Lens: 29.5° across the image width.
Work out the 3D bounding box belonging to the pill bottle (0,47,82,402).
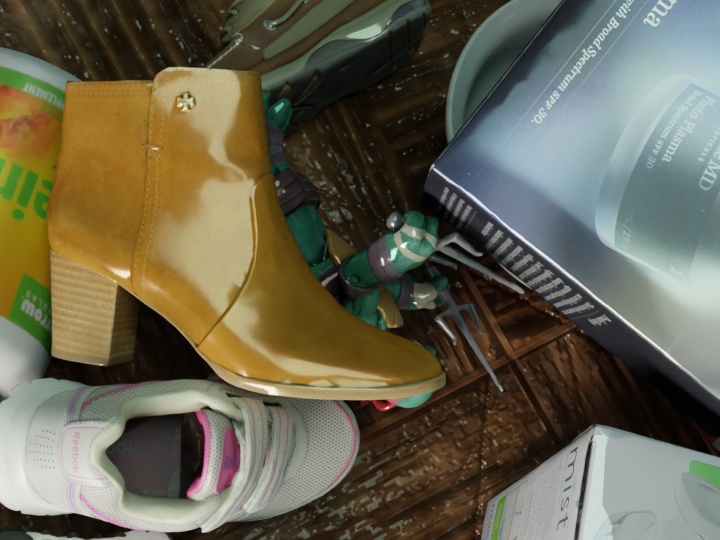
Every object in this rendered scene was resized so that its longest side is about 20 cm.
[{"bbox_3d":[-0.199,-0.001,0.686,0.110,0.111,0.202,17,67,-6],"label":"pill bottle"}]

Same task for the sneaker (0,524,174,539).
[{"bbox_3d":[-0.135,0.158,0.672,0.199,0.076,0.088,30,52,-6],"label":"sneaker"}]

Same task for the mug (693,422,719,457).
[{"bbox_3d":[0.268,0.104,0.766,0.133,0.177,0.201,-37,74,16],"label":"mug"}]

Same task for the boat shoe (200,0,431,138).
[{"bbox_3d":[-0.050,-0.124,0.793,0.199,0.076,0.072,-31,75,-31],"label":"boat shoe"}]

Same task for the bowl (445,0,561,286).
[{"bbox_3d":[0.134,-0.057,0.794,0.199,0.090,0.203,5,68,-12],"label":"bowl"}]

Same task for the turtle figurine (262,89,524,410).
[{"bbox_3d":[0.000,0.000,0.717,0.101,0.150,0.200,-40,87,-10],"label":"turtle figurine"}]

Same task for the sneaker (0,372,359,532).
[{"bbox_3d":[-0.074,0.091,0.665,0.199,0.088,0.082,-1,91,-39],"label":"sneaker"}]

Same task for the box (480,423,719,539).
[{"bbox_3d":[0.107,0.196,0.646,0.096,0.177,0.202,15,66,-6],"label":"box"}]

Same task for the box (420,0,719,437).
[{"bbox_3d":[0.166,-0.056,0.660,0.198,0.123,0.201,38,87,3],"label":"box"}]

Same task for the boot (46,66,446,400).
[{"bbox_3d":[-0.051,-0.020,0.642,0.199,0.071,0.146,8,93,5],"label":"boot"}]
